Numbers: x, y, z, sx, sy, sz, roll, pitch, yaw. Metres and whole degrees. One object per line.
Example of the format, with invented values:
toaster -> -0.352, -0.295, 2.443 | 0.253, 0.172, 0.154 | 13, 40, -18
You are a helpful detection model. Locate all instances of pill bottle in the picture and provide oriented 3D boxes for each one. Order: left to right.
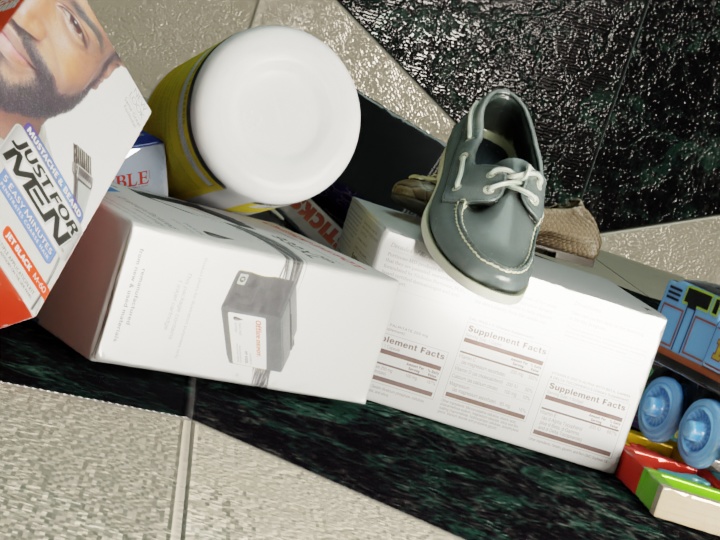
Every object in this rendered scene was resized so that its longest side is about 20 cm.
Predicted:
pill bottle -> -0.083, -0.092, 1.216 | 0.111, 0.113, 0.200 | 16, -8, -20

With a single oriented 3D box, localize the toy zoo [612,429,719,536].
toy zoo -> 0.228, 0.142, 1.209 | 0.130, 0.021, 0.200 | 18, 6, -9

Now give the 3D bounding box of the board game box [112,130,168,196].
board game box -> -0.258, -0.074, 1.210 | 0.199, 0.042, 0.199 | -13, 23, -30

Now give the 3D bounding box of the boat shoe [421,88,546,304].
boat shoe -> 0.084, -0.051, 1.167 | 0.072, 0.062, 0.201 | 22, 30, -10

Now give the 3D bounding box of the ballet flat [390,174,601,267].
ballet flat -> 0.101, -0.043, 1.289 | 0.199, 0.047, 0.067 | 15, 5, -40

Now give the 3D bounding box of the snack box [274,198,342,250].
snack box -> 0.000, 0.000, 1.363 | 0.200, 0.024, 0.072 | 44, -3, -20

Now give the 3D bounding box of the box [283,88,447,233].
box -> 0.016, -0.043, 1.422 | 0.141, 0.079, 0.200 | 34, -20, 11

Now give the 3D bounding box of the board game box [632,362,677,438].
board game box -> 0.280, 0.108, 1.481 | 0.165, 0.057, 0.199 | 22, 7, 41

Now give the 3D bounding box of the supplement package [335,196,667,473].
supplement package -> 0.079, 0.040, 1.240 | 0.198, 0.112, 0.156 | 18, 7, -11

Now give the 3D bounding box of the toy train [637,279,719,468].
toy train -> 0.258, 0.080, 1.201 | 0.086, 0.115, 0.200 | 15, 7, -27

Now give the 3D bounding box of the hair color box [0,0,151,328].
hair color box -> -0.188, -0.068, 0.972 | 0.063, 0.111, 0.201 | -17, 30, 23

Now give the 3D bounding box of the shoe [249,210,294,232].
shoe -> -0.077, -0.013, 1.396 | 0.091, 0.072, 0.200 | 33, 6, -45

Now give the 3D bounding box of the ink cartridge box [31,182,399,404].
ink cartridge box -> -0.100, 0.009, 1.104 | 0.199, 0.084, 0.145 | 13, 7, -39
